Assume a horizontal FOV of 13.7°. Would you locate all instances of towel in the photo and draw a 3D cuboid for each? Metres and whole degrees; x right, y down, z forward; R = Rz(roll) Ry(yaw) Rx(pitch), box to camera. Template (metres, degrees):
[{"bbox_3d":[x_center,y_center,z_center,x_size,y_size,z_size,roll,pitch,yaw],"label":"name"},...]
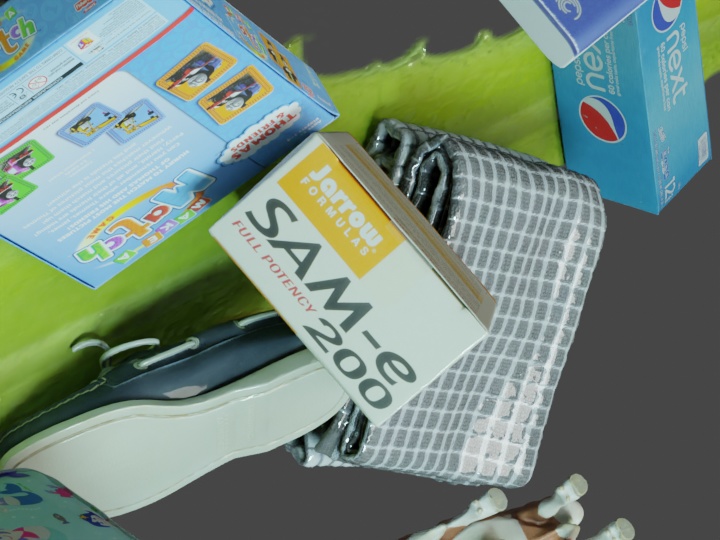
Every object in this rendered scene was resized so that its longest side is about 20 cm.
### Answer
[{"bbox_3d":[0.051,0.026,1.687,0.166,0.086,0.200,10,99,-55],"label":"towel"}]

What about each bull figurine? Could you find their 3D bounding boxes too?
[{"bbox_3d":[0.085,0.170,1.796,0.200,0.065,0.121,-16,162,-43],"label":"bull figurine"}]

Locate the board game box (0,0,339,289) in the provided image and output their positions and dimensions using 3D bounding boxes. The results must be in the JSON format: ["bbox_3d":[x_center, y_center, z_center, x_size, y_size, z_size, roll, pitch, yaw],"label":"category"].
[{"bbox_3d":[-0.115,-0.070,1.365,0.151,0.037,0.200,-35,153,11],"label":"board game box"}]

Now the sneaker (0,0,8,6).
[{"bbox_3d":[-0.100,-0.158,1.400,0.200,0.081,0.115,-54,147,-9],"label":"sneaker"}]

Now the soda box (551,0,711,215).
[{"bbox_3d":[0.155,-0.135,1.761,0.064,0.068,0.200,-44,138,-36],"label":"soda box"}]

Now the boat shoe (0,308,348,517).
[{"bbox_3d":[-0.100,0.066,1.512,0.200,0.062,0.075,-22,139,-22],"label":"boat shoe"}]

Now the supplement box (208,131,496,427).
[{"bbox_3d":[0.000,0.000,1.484,0.074,0.126,0.200,-41,179,5],"label":"supplement box"}]

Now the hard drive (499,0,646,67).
[{"bbox_3d":[0.131,-0.213,1.652,0.200,0.132,0.025,-40,179,-36],"label":"hard drive"}]

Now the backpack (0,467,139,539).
[{"bbox_3d":[-0.178,0.190,1.377,0.200,0.177,0.151,-21,123,-33],"label":"backpack"}]
